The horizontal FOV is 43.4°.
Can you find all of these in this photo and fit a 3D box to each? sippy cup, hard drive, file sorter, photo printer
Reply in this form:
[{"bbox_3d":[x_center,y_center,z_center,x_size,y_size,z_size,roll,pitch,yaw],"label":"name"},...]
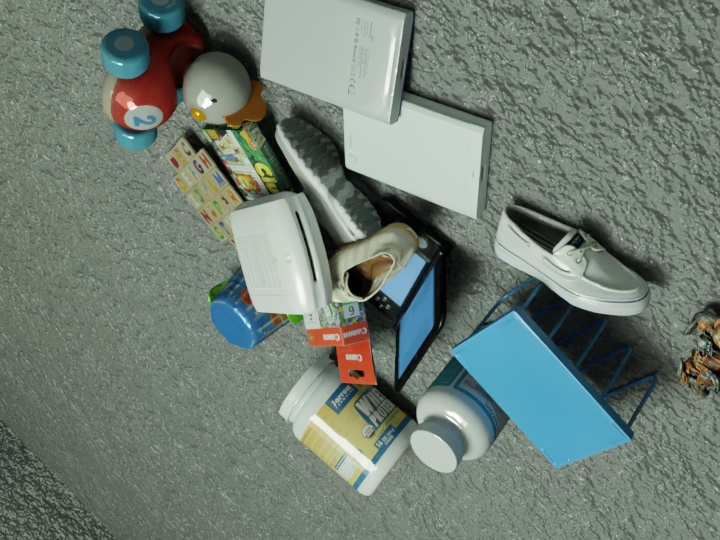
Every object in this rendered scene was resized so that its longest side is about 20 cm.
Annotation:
[{"bbox_3d":[-0.166,0.051,1.441,0.140,0.130,0.178,47,143,-1],"label":"sippy cup"},{"bbox_3d":[0.066,-0.154,1.118,0.198,0.026,0.133,24,137,26],"label":"hard drive"},{"bbox_3d":[0.242,0.114,1.113,0.200,0.123,0.139,47,142,-2],"label":"file sorter"},{"bbox_3d":[-0.107,-0.022,1.244,0.199,0.069,0.169,-4,102,65],"label":"photo printer"},{"bbox_3d":[-0.033,-0.269,1.086,0.198,0.025,0.134,25,124,26],"label":"hard drive"}]

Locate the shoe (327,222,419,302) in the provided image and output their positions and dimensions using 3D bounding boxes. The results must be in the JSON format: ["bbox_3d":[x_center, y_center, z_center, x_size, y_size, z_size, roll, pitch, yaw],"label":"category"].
[{"bbox_3d":[0.000,0.000,1.185,0.070,0.054,0.200,39,141,-13],"label":"shoe"}]

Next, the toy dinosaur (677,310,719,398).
[{"bbox_3d":[0.411,0.088,0.960,0.136,0.102,0.201,51,168,21],"label":"toy dinosaur"}]

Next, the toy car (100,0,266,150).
[{"bbox_3d":[-0.225,-0.242,1.215,0.198,0.178,0.185,25,150,6],"label":"toy car"}]

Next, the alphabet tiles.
[{"bbox_3d":[-0.234,-0.115,1.434,0.201,0.006,0.166,54,153,-9],"label":"alphabet tiles"}]

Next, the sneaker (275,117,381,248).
[{"bbox_3d":[-0.060,-0.111,1.215,0.082,0.074,0.201,-36,85,43],"label":"sneaker"}]

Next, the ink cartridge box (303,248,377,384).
[{"bbox_3d":[-0.039,0.073,1.331,0.108,0.050,0.203,-8,93,58],"label":"ink cartridge box"}]

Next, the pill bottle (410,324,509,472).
[{"bbox_3d":[0.146,0.171,1.192,0.110,0.200,0.112,25,139,25],"label":"pill bottle"}]

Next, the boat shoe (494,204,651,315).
[{"bbox_3d":[0.239,-0.014,1.038,0.198,0.074,0.067,24,140,28],"label":"boat shoe"}]

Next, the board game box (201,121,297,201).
[{"bbox_3d":[-0.144,-0.131,1.312,0.104,0.024,0.201,6,139,40],"label":"board game box"}]

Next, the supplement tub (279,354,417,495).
[{"bbox_3d":[-0.019,0.248,1.467,0.199,0.145,0.145,38,142,9],"label":"supplement tub"}]

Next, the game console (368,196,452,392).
[{"bbox_3d":[0.042,0.034,1.238,0.175,0.116,0.201,39,142,9],"label":"game console"}]
